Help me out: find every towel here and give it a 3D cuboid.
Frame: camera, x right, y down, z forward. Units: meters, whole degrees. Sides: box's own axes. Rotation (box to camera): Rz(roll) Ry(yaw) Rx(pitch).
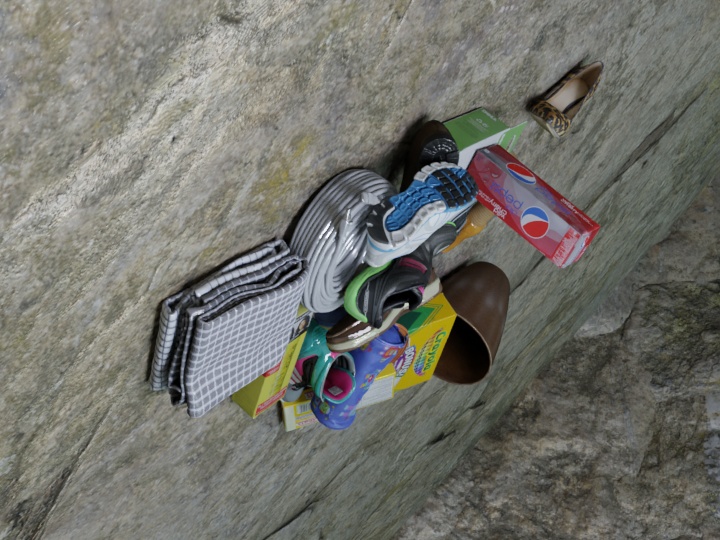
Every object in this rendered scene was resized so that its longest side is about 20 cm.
[{"bbox_3d":[-0.156,0.072,1.245,0.199,0.085,0.167,-31,152,-42],"label":"towel"}]

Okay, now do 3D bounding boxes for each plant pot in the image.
[{"bbox_3d":[0.204,0.079,1.939,0.201,0.185,0.189,-52,166,-39],"label":"plant pot"}]

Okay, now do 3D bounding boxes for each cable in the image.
[{"bbox_3d":[-0.023,-0.038,1.352,0.202,0.069,0.199,-61,161,20],"label":"cable"}]

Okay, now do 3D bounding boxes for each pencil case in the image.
[{"bbox_3d":[-0.004,0.155,1.590,0.086,0.078,0.202,-12,140,-53],"label":"pencil case"}]

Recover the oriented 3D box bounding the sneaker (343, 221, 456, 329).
[{"bbox_3d":[0.065,0.008,1.395,0.199,0.084,0.077,-42,161,-20],"label":"sneaker"}]

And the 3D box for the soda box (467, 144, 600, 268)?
[{"bbox_3d":[0.242,-0.094,1.462,0.070,0.200,0.064,-21,148,-52],"label":"soda box"}]

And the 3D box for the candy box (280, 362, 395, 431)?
[{"bbox_3d":[-0.037,0.214,1.713,0.196,0.027,0.103,-16,153,-11],"label":"candy box"}]

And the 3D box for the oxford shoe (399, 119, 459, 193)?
[{"bbox_3d":[0.088,-0.119,1.429,0.071,0.085,0.202,9,127,-17],"label":"oxford shoe"}]

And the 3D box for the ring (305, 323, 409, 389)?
[{"bbox_3d":[-0.008,0.149,1.678,0.197,0.019,0.202,-18,150,-11],"label":"ring"}]

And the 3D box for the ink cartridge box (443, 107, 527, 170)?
[{"bbox_3d":[0.161,-0.177,1.525,0.199,0.059,0.105,-29,151,-46],"label":"ink cartridge box"}]

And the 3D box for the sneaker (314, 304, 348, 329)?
[{"bbox_3d":[0.000,0.000,1.502,0.200,0.075,0.089,-44,144,-27],"label":"sneaker"}]

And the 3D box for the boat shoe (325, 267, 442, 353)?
[{"bbox_3d":[0.023,0.040,1.453,0.201,0.076,0.074,-33,-163,-29],"label":"boat shoe"}]

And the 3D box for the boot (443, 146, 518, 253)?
[{"bbox_3d":[0.189,-0.120,1.693,0.143,0.071,0.202,-38,-165,36],"label":"boot"}]

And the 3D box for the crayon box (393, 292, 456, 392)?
[{"bbox_3d":[0.066,0.144,1.815,0.170,0.059,0.202,-16,146,-25],"label":"crayon box"}]

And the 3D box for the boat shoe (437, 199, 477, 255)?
[{"bbox_3d":[0.129,-0.085,1.565,0.200,0.071,0.072,-42,141,-41],"label":"boat shoe"}]

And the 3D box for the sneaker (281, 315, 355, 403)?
[{"bbox_3d":[-0.066,0.162,1.542,0.083,0.120,0.202,-35,156,-34],"label":"sneaker"}]

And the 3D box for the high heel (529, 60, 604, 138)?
[{"bbox_3d":[0.351,-0.296,1.698,0.143,0.071,0.200,-49,178,16],"label":"high heel"}]

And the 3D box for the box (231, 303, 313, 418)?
[{"bbox_3d":[-0.125,0.117,1.440,0.075,0.050,0.202,-31,153,-44],"label":"box"}]

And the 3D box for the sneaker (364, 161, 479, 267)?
[{"bbox_3d":[0.073,-0.070,1.330,0.199,0.075,0.087,-32,160,-31],"label":"sneaker"}]
